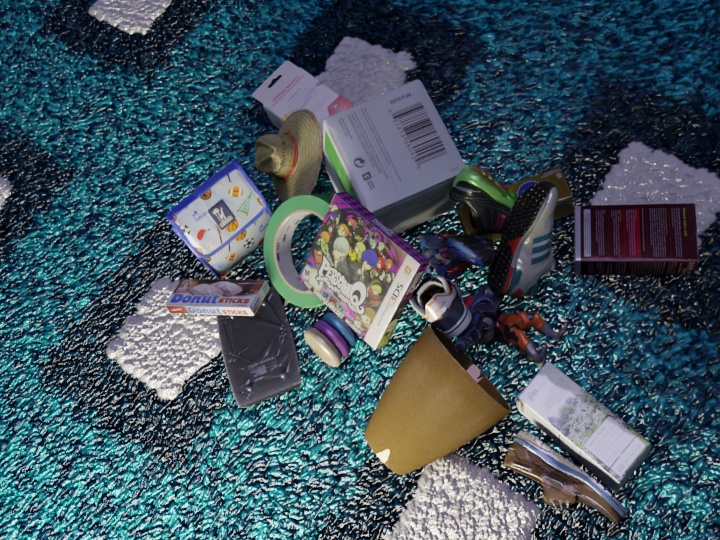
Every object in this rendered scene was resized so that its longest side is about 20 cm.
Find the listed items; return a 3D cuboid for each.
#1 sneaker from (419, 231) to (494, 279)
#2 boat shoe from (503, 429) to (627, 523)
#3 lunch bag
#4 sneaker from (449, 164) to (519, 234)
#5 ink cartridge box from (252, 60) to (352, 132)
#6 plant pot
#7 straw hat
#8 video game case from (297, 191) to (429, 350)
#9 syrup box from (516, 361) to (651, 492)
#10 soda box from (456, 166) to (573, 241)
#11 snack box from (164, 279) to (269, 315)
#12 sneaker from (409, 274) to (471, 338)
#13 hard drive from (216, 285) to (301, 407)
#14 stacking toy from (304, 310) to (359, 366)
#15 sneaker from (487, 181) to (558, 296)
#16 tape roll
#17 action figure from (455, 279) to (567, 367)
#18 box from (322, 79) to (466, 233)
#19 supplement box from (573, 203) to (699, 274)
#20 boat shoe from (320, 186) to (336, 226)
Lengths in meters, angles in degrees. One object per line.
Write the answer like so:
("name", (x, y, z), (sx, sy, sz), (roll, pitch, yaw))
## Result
("sneaker", (0.169, -0.023, 1.396), (0.074, 0.200, 0.080), (-5, 98, -21))
("boat shoe", (0.309, 0.330, 1.239), (0.199, 0.072, 0.073), (32, 81, 35))
("lunch bag", (-0.255, -0.096, 1.506), (0.169, 0.200, 0.124), (-39, 62, -7))
("sneaker", (0.232, -0.096, 1.378), (0.084, 0.199, 0.077), (-44, 14, 26))
("ink cartridge box", (-0.115, -0.331, 1.658), (0.117, 0.068, 0.200), (-45, 64, -10))
("plant pot", (0.107, 0.224, 1.290), (0.200, 0.186, 0.187), (-46, 62, 7))
("straw hat", (-0.159, -0.219, 1.543), (0.200, 0.084, 0.204), (-11, 77, 55))
("video game case", (0.000, 0.000, 1.345), (0.200, 0.036, 0.183), (41, 121, 24))
("syrup box", (0.343, 0.242, 1.259), (0.079, 0.082, 0.199), (-45, 63, -10))
("soda box", (0.276, -0.110, 1.454), (0.198, 0.064, 0.068), (-20, 62, 5))
("snack box", (-0.267, 0.049, 1.505), (0.197, 0.024, 0.072), (0, 44, 28))
("sneaker", (0.125, 0.042, 1.350), (0.079, 0.200, 0.079), (41, 93, -15))
("hard drive", (-0.182, 0.140, 1.464), (0.133, 0.042, 0.202), (-21, 61, 3))
("stacking toy", (-0.006, 0.073, 1.438), (0.085, 0.086, 0.200), (36, 71, 26))
("sneaker", (0.285, -0.047, 1.327), (0.202, 0.092, 0.070), (-69, 27, 16))
("tape roll", (-0.086, -0.035, 1.460), (0.198, 0.048, 0.204), (3, 95, 34))
("action figure", (0.223, 0.109, 1.340), (0.191, 0.106, 0.200), (17, 39, 27))
("box", (0.055, -0.188, 1.451), (0.198, 0.172, 0.201), (-23, 75, -9))
("supplement box", (0.466, -0.052, 1.380), (0.197, 0.061, 0.110), (0, 66, 15))
("boat shoe", (-0.026, -0.139, 1.549), (0.068, 0.057, 0.202), (10, 68, 18))
